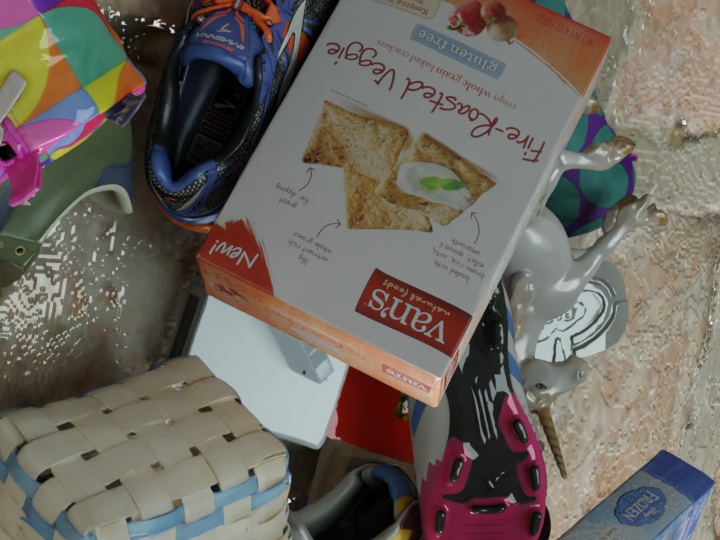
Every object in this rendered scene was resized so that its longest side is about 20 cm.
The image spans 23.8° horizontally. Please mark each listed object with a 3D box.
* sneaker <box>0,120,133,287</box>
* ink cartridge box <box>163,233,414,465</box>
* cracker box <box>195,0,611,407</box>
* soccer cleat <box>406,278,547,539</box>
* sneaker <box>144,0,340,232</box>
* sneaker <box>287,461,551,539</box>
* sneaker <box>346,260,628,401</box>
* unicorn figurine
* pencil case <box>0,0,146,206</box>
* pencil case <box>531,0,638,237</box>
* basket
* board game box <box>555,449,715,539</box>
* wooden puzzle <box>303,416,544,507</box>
[{"bbox_3d":[-0.182,-0.029,0.783,0.200,0.067,0.091,-31,116,-36],"label":"sneaker"},{"bbox_3d":[0.000,0.000,0.941,0.172,0.044,0.202,18,90,-20],"label":"ink cartridge box"},{"bbox_3d":[0.023,-0.052,0.852,0.201,0.133,0.058,-63,172,-17],"label":"cracker box"},{"bbox_3d":[0.059,0.075,0.925,0.069,0.086,0.202,-7,104,-6],"label":"soccer cleat"},{"bbox_3d":[-0.057,-0.116,0.851,0.078,0.075,0.202,-2,108,-83],"label":"sneaker"},{"bbox_3d":[0.035,0.147,0.969,0.199,0.075,0.091,-18,127,-35],"label":"sneaker"},{"bbox_3d":[0.060,0.031,1.031,0.198,0.080,0.077,-5,100,-21],"label":"sneaker"},{"bbox_3d":[0.106,-0.009,0.964,0.137,0.074,0.201,-37,110,-6],"label":"unicorn figurine"},{"bbox_3d":[-0.168,-0.132,0.711,0.088,0.088,0.201,-37,101,-29],"label":"pencil case"},{"bbox_3d":[0.101,-0.118,1.009,0.092,0.085,0.201,-42,128,-24],"label":"pencil case"},{"bbox_3d":[-0.120,0.150,0.857,0.175,0.139,0.201,-16,132,-40],"label":"basket"},{"bbox_3d":[0.119,0.228,0.994,0.199,0.043,0.201,-25,138,-51],"label":"board game box"},{"bbox_3d":[0.017,0.186,1.058,0.184,0.046,0.202,12,99,-44],"label":"wooden puzzle"}]
